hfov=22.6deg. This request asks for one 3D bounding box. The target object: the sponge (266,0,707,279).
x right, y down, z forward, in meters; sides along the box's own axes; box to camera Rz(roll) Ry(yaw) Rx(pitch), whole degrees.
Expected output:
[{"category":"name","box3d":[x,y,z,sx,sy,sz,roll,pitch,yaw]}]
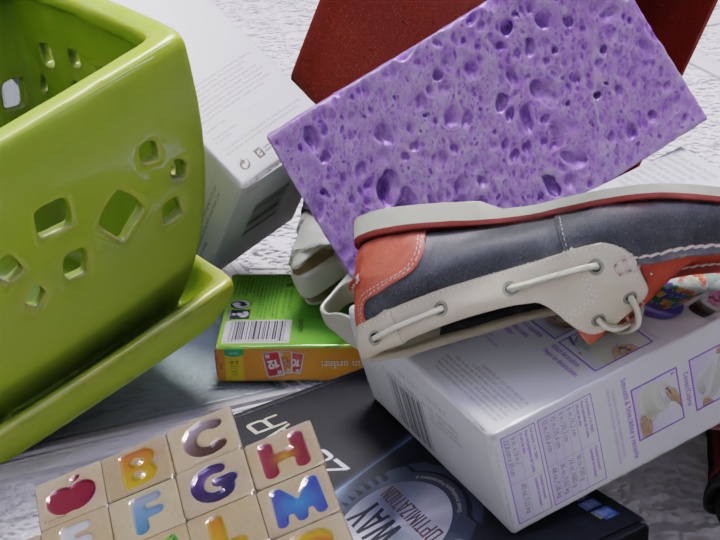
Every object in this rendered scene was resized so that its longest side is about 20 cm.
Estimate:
[{"category":"sponge","box3d":[0.064,-0.072,0.914,0.199,0.112,0.030,-32,4,-3]}]

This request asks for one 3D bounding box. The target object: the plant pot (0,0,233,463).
[{"category":"plant pot","box3d":[-0.195,-0.026,0.957,0.198,0.183,0.199,-34,38,-25]}]

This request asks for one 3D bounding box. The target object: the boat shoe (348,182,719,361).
[{"category":"boat shoe","box3d":[0.091,0.002,0.778,0.197,0.063,0.071,-5,-16,14]}]

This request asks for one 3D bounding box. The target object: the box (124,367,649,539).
[{"category":"box","box3d":[0.007,0.117,0.823,0.159,0.044,0.199,-17,28,-31]}]

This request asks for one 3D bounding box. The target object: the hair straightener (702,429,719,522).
[{"category":"hair straightener","box3d":[0.208,0.078,0.893,0.076,0.041,0.200,3,19,10]}]

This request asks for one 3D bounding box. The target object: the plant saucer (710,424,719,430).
[{"category":"plant saucer","box3d":[0.236,0.023,0.946,0.198,0.037,0.200,8,27,-13]}]

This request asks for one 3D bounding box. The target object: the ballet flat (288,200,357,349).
[{"category":"ballet flat","box3d":[0.000,0.000,0.996,0.072,0.074,0.200,-13,35,-23]}]

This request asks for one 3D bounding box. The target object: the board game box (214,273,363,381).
[{"category":"board game box","box3d":[0.020,0.030,1.035,0.197,0.030,0.096,-3,25,4]}]

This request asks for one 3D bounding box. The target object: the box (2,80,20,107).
[{"category":"box","box3d":[-0.348,-0.158,1.379,0.198,0.108,0.152,-12,26,-22]}]

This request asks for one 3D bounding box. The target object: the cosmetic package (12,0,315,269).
[{"category":"cosmetic package","box3d":[-0.122,-0.108,1.083,0.085,0.108,0.200,-36,77,-33]}]

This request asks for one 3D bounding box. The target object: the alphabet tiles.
[{"category":"alphabet tiles","box3d":[-0.083,0.134,0.759,0.165,0.006,0.201,-23,34,-1]}]

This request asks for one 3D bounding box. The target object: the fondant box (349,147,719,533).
[{"category":"fondant box","box3d":[0.114,0.025,0.844,0.198,0.059,0.144,-26,31,-15]}]

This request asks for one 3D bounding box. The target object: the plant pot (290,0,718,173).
[{"category":"plant pot","box3d":[0.077,-0.133,1.080,0.175,0.201,0.199,32,23,22]}]
